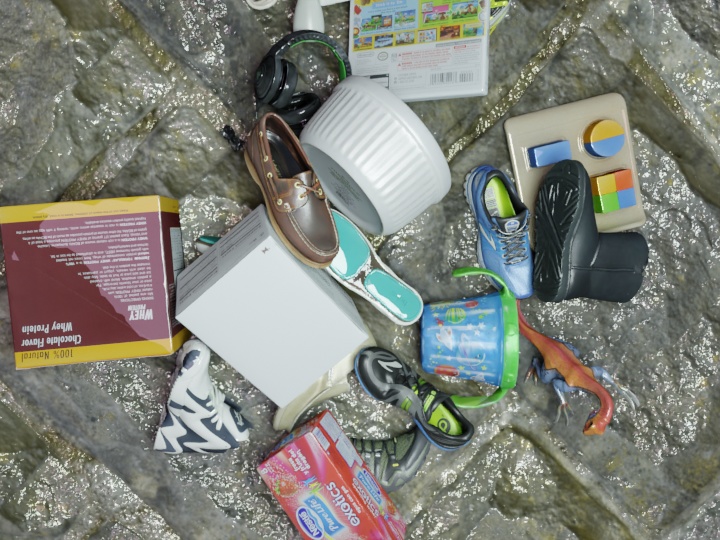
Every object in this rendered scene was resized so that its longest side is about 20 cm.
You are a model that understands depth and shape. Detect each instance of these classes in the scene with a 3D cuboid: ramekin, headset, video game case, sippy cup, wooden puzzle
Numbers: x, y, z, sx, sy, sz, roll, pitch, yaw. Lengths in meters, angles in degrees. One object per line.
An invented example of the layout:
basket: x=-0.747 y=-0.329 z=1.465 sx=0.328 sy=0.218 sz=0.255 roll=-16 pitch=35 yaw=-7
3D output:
ramekin: x=0.010 y=-0.138 z=0.866 sx=0.105 sy=0.200 sz=0.200 roll=-45 pitch=96 yaw=-12
headset: x=-0.105 y=-0.238 z=0.915 sx=0.200 sy=0.094 sz=0.124 roll=-44 pitch=129 yaw=0
video game case: x=0.076 y=-0.321 z=0.905 sx=0.198 sy=0.023 sz=0.184 roll=2 pitch=90 yaw=26
sippy cup: x=0.149 y=0.095 z=0.942 sx=0.129 sy=0.140 sz=0.179 roll=1 pitch=68 yaw=5
wooden puzzle: x=0.318 y=-0.144 z=0.975 sx=0.184 sy=0.046 sz=0.202 roll=-14 pitch=95 yaw=-3

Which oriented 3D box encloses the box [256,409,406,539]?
box: x=-0.034 y=0.301 z=0.889 sx=0.095 sy=0.100 sz=0.201 roll=-35 pitch=89 yaw=12

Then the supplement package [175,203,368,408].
supplement package: x=-0.116 y=0.049 z=0.878 sx=0.155 sy=0.111 sz=0.200 roll=-39 pitch=118 yaw=6

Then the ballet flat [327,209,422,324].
ballet flat: x=0.000 y=0.000 z=0.910 sx=0.200 sy=0.069 sz=0.069 roll=44 pitch=89 yaw=-7

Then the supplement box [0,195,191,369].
supplement box: x=-0.341 y=0.011 z=0.887 sx=0.195 sy=0.133 sz=0.202 roll=-5 pitch=94 yaw=-4

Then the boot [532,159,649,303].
boot: x=0.329 y=-0.050 z=0.939 sx=0.167 sy=0.076 sz=0.202 roll=-2 pitch=102 yaw=-28

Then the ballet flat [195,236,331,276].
ballet flat: x=-0.132 y=-0.007 z=0.941 sx=0.198 sy=0.069 sz=0.070 roll=5 pitch=93 yaw=-8

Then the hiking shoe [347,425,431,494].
hiking shoe: x=0.008 y=0.273 z=0.961 sx=0.199 sy=0.076 sz=0.101 roll=-35 pitch=99 yaw=-1

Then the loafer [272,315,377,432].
loafer: x=-0.048 y=0.156 z=0.950 sx=0.068 sy=0.076 sz=0.200 roll=39 pitch=89 yaw=0

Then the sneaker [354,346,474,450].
sneaker: x=0.079 y=0.170 z=0.923 sx=0.199 sy=0.083 sz=0.071 roll=41 pitch=61 yaw=-5

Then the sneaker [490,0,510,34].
sneaker: x=0.126 y=-0.319 z=0.935 sx=0.199 sy=0.076 sz=0.076 roll=-31 pitch=79 yaw=18

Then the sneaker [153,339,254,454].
sneaker: x=-0.200 y=0.183 z=0.918 sx=0.129 sy=0.080 sz=0.200 roll=14 pitch=117 yaw=-17

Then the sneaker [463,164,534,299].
sneaker: x=0.202 y=-0.052 z=0.950 sx=0.078 sy=0.089 sz=0.202 roll=-21 pitch=96 yaw=-2

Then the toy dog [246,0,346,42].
toy dog: x=-0.062 y=-0.420 z=0.913 sx=0.131 sy=0.096 sz=0.201 roll=29 pitch=105 yaw=3

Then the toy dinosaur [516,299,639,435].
toy dinosaur: x=0.278 y=0.147 z=0.922 sx=0.200 sy=0.181 sz=0.105 roll=44 pitch=90 yaw=-5

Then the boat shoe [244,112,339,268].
boat shoe: x=-0.082 y=-0.100 z=0.816 sx=0.070 sy=0.070 sz=0.201 roll=-20 pitch=72 yaw=-40
